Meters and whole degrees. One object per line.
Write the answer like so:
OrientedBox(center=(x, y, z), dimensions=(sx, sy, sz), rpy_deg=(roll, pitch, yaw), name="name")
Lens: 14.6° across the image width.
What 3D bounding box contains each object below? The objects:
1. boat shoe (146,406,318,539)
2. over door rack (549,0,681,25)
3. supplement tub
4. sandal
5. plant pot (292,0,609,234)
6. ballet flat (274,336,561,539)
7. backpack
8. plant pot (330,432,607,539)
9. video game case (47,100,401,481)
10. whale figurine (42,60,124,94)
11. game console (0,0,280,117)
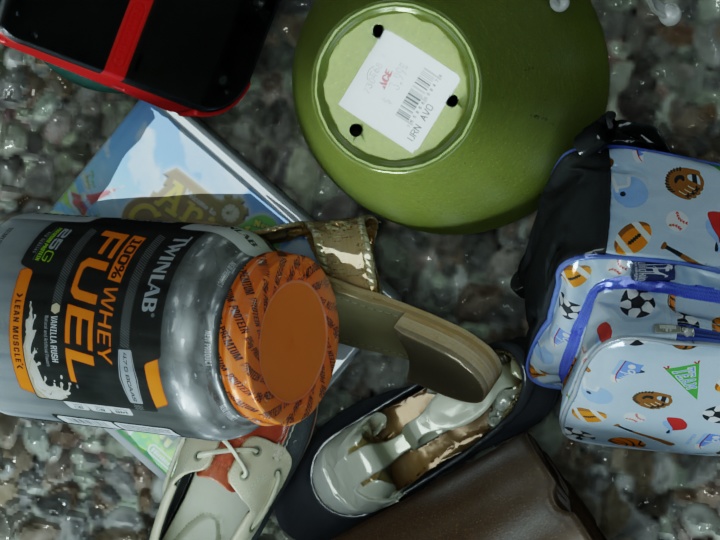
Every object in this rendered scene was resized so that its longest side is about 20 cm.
OrientedBox(center=(-0.082, 0.123, 1.669), dimensions=(0.071, 0.063, 0.200), rpy_deg=(27, 104, 9), name="boat shoe")
OrientedBox(center=(0.199, -0.218, 1.593), dimensions=(0.199, 0.067, 0.148), rpy_deg=(-3, 73, -2), name="over door rack")
OrientedBox(center=(-0.120, 0.032, 1.610), dimensions=(0.200, 0.122, 0.123), rpy_deg=(4, 96, 32), name="supplement tub")
OrientedBox(center=(0.000, 0.003, 1.651), dimensions=(0.211, 0.078, 0.070), rpy_deg=(26, 63, 21), name="sandal")
OrientedBox(center=(0.038, -0.106, 1.581), dimensions=(0.187, 0.200, 0.188), rpy_deg=(1, 95, 10), name="plant pot")
OrientedBox(center=(0.027, 0.099, 1.668), dimensions=(0.200, 0.073, 0.073), rpy_deg=(-30, 89, 12), name="ballet flat")
OrientedBox(center=(0.192, 0.014, 1.568), dimensions=(0.190, 0.200, 0.155), rpy_deg=(-1, 67, -7), name="backpack")
OrientedBox(center=(0.057, 0.208, 1.620), dimensions=(0.198, 0.200, 0.201), rpy_deg=(-34, 88, 3), name="plant pot")
OrientedBox(center=(-0.107, 0.020, 1.709), dimensions=(0.200, 0.022, 0.182), rpy_deg=(41, 100, 5), name="video game case")
OrientedBox(center=(-0.118, -0.194, 1.651), dimensions=(0.200, 0.104, 0.159), rpy_deg=(-41, 87, 8), name="whale figurine")
OrientedBox(center=(-0.108, -0.198, 1.580), dimensions=(0.177, 0.031, 0.200), rpy_deg=(20, 90, -37), name="game console")
